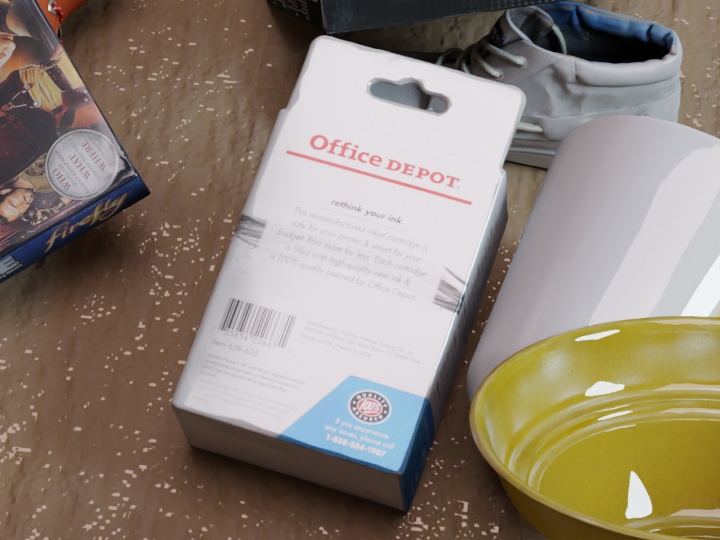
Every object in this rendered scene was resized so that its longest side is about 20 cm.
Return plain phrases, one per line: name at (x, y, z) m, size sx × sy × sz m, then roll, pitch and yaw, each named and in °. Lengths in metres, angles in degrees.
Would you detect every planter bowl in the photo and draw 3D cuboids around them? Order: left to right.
planter bowl at (0.143, 0.097, 1.066) m, size 0.200 × 0.084 × 0.200 m, roll 1°, pitch 25°, yaw 0°

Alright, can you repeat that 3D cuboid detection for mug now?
mug at (0.140, 0.037, 1.203) m, size 0.186 × 0.149 × 0.153 m, roll 18°, pitch 59°, yaw 27°

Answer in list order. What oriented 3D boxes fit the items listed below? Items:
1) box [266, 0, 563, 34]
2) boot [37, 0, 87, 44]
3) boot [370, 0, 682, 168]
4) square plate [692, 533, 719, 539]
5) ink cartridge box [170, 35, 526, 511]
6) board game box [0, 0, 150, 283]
box at (0.055, -0.164, 1.355) m, size 0.193 × 0.048 × 0.200 m, roll -11°, pitch 12°, yaw -9°
boot at (-0.180, -0.120, 1.372) m, size 0.200 × 0.075 × 0.107 m, roll -41°, pitch 65°, yaw -19°
boot at (0.068, -0.106, 1.345) m, size 0.200 × 0.096 × 0.074 m, roll 6°, pitch 51°, yaw 3°
square plate at (0.235, 0.156, 1.099) m, size 0.200 × 0.028 × 0.198 m, roll 3°, pitch 26°, yaw -12°
ink cartridge box at (0.000, 0.000, 1.238) m, size 0.116 × 0.067 × 0.200 m, roll 16°, pitch 71°, yaw 12°
board game box at (-0.213, -0.089, 1.300) m, size 0.135 × 0.035 × 0.200 m, roll -32°, pitch 73°, yaw -1°
